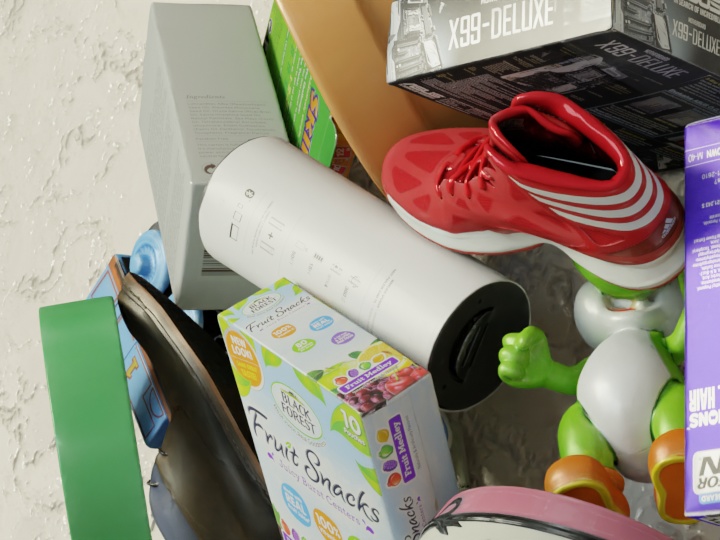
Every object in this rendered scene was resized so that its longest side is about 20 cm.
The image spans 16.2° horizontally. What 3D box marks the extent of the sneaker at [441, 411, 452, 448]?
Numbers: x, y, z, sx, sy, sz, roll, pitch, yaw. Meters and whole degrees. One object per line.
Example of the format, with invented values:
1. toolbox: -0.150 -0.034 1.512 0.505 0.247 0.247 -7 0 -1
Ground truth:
1. sneaker: 0.023 0.029 1.473 0.105 0.076 0.200 -44 38 3

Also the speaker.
1. speaker: 0.000 0.000 1.412 0.200 0.081 0.082 32 102 38

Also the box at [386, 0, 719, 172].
1. box: 0.137 -0.105 1.323 0.157 0.199 0.050 -10 70 46

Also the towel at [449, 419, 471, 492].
1. towel: 0.001 0.187 1.519 0.192 0.034 0.201 -36 55 40

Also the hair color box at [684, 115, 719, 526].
1. hair color box: 0.213 0.031 1.260 0.065 0.109 0.201 -13 67 39

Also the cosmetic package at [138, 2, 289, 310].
1. cosmetic package: -0.093 -0.075 1.616 0.201 0.071 0.102 -107 21 -49

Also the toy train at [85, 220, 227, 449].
1. toy train: -0.109 0.061 1.643 0.114 0.086 0.201 -55 46 34

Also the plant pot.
1. plant pot: 0.042 -0.150 1.461 0.139 0.200 0.201 -27 54 7

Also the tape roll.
1. tape roll: -0.156 0.118 1.530 0.200 0.048 0.202 171 90 -83

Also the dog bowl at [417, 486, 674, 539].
1. dog bowl: 0.108 0.179 1.281 0.199 0.200 0.074 -6 53 47

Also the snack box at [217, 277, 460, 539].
1. snack box: -0.001 0.119 1.385 0.142 0.053 0.201 30 143 48

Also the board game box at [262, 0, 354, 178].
1. board game box: -0.034 -0.100 1.590 0.201 0.030 0.096 -103 24 -53

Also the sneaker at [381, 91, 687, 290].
1. sneaker: 0.075 -0.061 1.300 0.199 0.116 0.079 12 64 38

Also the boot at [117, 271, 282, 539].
1. boot: -0.107 0.101 1.521 0.097 0.075 0.200 -40 76 8

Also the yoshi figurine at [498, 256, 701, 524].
1. yoshi figurine: 0.137 0.033 1.322 0.201 0.112 0.112 -85 21 -44
